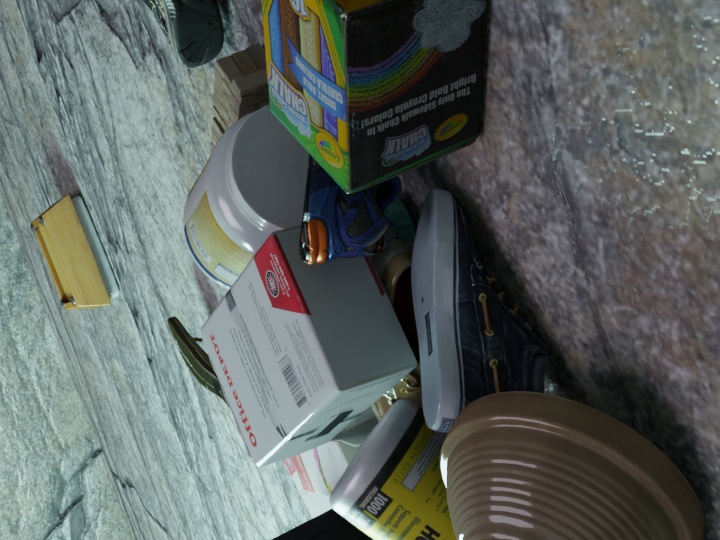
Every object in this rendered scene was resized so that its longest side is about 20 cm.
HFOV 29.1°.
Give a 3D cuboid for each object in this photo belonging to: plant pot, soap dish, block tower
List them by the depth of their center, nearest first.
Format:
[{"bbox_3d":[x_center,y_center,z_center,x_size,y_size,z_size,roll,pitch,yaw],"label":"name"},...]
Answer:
[{"bbox_3d":[0.136,0.189,0.996,0.200,0.093,0.201,22,142,19],"label":"plant pot"},{"bbox_3d":[-0.118,-0.147,1.423,0.058,0.054,0.200,56,156,23],"label":"block tower"},{"bbox_3d":[-0.497,-0.024,2.394,0.157,0.081,0.201,-9,102,68],"label":"soap dish"}]

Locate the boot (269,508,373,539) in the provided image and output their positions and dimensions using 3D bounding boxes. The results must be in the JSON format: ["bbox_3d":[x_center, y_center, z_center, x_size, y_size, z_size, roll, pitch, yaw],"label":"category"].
[{"bbox_3d":[0.008,0.269,1.345,0.165,0.199,0.066,15,125,63],"label":"boot"}]

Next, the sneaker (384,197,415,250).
[{"bbox_3d":[0.000,0.000,1.272,0.091,0.077,0.201,-99,19,-47],"label":"sneaker"}]

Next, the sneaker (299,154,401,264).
[{"bbox_3d":[-0.005,-0.078,1.142,0.075,0.078,0.201,101,175,-49],"label":"sneaker"}]

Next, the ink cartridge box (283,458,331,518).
[{"bbox_3d":[-0.006,0.246,1.510,0.201,0.083,0.147,62,161,10],"label":"ink cartridge box"}]

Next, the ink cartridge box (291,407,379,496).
[{"bbox_3d":[0.016,0.170,1.340,0.200,0.116,0.068,-11,101,69],"label":"ink cartridge box"}]

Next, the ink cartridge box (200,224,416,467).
[{"bbox_3d":[-0.051,0.065,1.201,0.200,0.083,0.145,-46,63,54],"label":"ink cartridge box"}]

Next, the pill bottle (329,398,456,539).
[{"bbox_3d":[0.083,0.207,1.153,0.200,0.113,0.112,36,155,2],"label":"pill bottle"}]

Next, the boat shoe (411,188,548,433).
[{"bbox_3d":[0.094,0.033,1.100,0.071,0.090,0.201,124,147,-64],"label":"boat shoe"}]

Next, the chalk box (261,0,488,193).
[{"bbox_3d":[0.009,-0.151,1.026,0.124,0.124,0.201,48,151,37],"label":"chalk box"}]

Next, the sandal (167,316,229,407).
[{"bbox_3d":[-0.187,0.131,1.875,0.200,0.055,0.082,39,154,24],"label":"sandal"}]

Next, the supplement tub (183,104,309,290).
[{"bbox_3d":[-0.081,-0.066,1.294,0.145,0.144,0.200,64,159,6],"label":"supplement tub"}]

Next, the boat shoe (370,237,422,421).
[{"bbox_3d":[0.042,0.073,1.194,0.066,0.074,0.201,28,136,62],"label":"boat shoe"}]

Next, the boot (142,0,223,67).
[{"bbox_3d":[-0.202,-0.326,1.413,0.154,0.073,0.204,52,155,39],"label":"boot"}]
